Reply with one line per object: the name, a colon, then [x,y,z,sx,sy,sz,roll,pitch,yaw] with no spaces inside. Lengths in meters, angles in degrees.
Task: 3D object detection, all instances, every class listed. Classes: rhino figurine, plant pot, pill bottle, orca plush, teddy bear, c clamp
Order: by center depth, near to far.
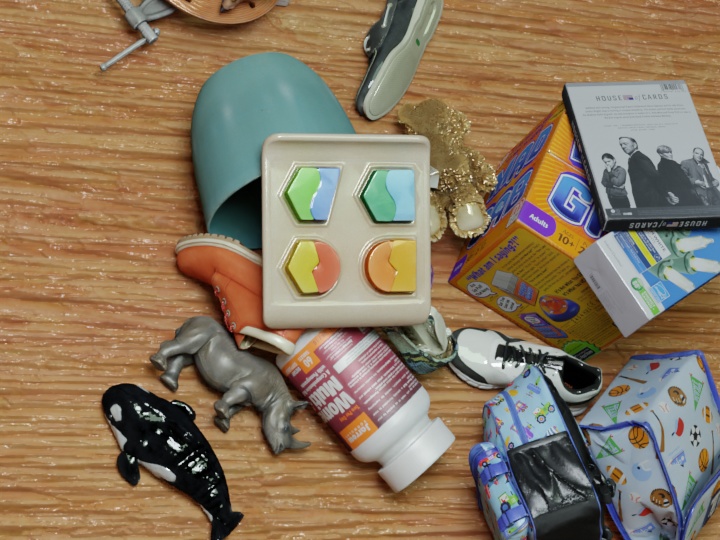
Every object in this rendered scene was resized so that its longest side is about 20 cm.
orca plush: [-0.195,0.195,1.555,0.104,0.071,0.202,-25,81,-27]
rhino figurine: [-0.131,0.128,1.614,0.199,0.060,0.088,39,64,-5]
pill bottle: [0.007,0.139,1.634,0.109,0.110,0.200,-39,87,-28]
plant pot: [-0.101,-0.143,1.659,0.198,0.201,0.163,-11,67,-24]
c clamp: [-0.278,-0.353,1.725,0.170,0.027,0.201,-30,83,-23]
teddy bear: [0.092,-0.112,1.767,0.143,0.067,0.201,-22,54,-9]

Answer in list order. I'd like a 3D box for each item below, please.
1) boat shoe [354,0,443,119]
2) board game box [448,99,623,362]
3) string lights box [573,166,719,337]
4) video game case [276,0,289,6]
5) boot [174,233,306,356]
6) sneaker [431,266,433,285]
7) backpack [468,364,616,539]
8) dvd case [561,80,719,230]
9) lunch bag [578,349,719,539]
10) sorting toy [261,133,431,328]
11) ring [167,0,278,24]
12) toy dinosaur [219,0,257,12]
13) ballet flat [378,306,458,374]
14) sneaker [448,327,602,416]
boat shoe: [0.037,-0.274,1.841,0.067,0.072,0.202,15,67,25]
board game box: [0.257,-0.049,1.751,0.198,0.200,0.201,31,62,-8]
string lights box: [0.341,-0.022,1.626,0.199,0.059,0.103,-30,81,-28]
video game case: [-0.177,-0.429,1.822,0.179,0.036,0.203,1,70,-20]
boot: [-0.134,0.026,1.609,0.198,0.075,0.108,17,78,31]
sneaker: [0.000,0.000,1.685,0.197,0.081,0.089,-1,28,-21]
backpack: [0.188,0.217,1.641,0.133,0.183,0.202,-20,59,-3]
dvd case: [0.315,-0.130,1.635,0.148,0.025,0.202,-2,52,-10]
lunch bag: [0.358,0.221,1.714,0.170,0.123,0.202,-38,113,-44]
sorting toy: [-0.012,-0.040,1.542,0.182,0.036,0.203,-1,95,-16]
ring: [-0.180,-0.378,1.760,0.198,0.019,0.203,12,63,-25]
toy dinosaur: [-0.102,-0.398,1.711,0.085,0.136,0.203,10,109,3]
ballet flat: [0.046,0.038,1.624,0.200,0.074,0.075,48,55,-37]
sneaker: [0.194,0.107,1.737,0.197,0.080,0.075,18,65,-13]
